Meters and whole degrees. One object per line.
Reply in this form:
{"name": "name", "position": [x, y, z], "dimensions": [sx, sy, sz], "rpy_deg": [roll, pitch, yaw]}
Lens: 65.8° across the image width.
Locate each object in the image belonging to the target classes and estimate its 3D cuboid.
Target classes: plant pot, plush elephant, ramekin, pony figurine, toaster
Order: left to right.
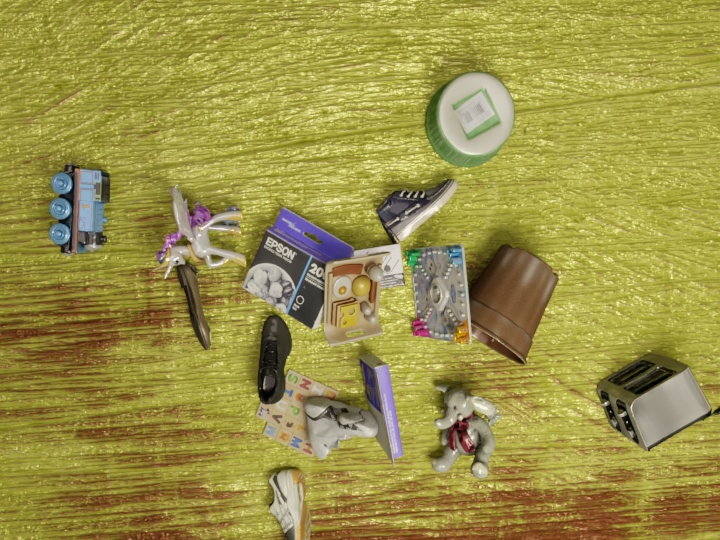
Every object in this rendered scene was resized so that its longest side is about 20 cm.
{"name": "pony figurine", "position": [-0.358, -0.088, 1.225], "dimensions": [0.194, 0.166, 0.199], "rpy_deg": [-5, 96, -18]}
{"name": "plush elephant", "position": [0.227, 0.339, 1.248], "dimensions": [0.200, 0.163, 0.156], "rpy_deg": [-47, 109, -27]}
{"name": "ramekin", "position": [0.247, -0.338, 1.237], "dimensions": [0.194, 0.098, 0.207], "rpy_deg": [0, 94, -1]}
{"name": "plant pot", "position": [0.325, 0.067, 1.223], "dimensions": [0.198, 0.200, 0.201], "rpy_deg": [34, 85, -3]}
{"name": "toaster", "position": [0.653, 0.286, 1.239], "dimensions": [0.197, 0.181, 0.121], "rpy_deg": [-30, 92, 1]}

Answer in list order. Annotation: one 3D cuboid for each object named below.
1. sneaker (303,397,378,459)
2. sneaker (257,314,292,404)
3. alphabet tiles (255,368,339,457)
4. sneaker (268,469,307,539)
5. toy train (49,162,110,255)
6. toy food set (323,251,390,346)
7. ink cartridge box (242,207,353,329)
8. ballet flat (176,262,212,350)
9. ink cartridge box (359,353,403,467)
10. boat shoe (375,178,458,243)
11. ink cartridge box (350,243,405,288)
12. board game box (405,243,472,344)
{"name": "sneaker", "position": [-0.045, 0.365, 1.251], "dimensions": [0.196, 0.074, 0.119], "rpy_deg": [10, 103, 33]}
{"name": "sneaker", "position": [-0.198, 0.205, 1.260], "dimensions": [0.074, 0.091, 0.207], "rpy_deg": [0, 87, 3]}
{"name": "alphabet tiles", "position": [-0.141, 0.337, 1.312], "dimensions": [0.196, 0.006, 0.170], "rpy_deg": [24, 92, -3]}
{"name": "sneaker", "position": [-0.169, 0.566, 1.302], "dimensions": [0.085, 0.075, 0.206], "rpy_deg": [-5, 90, 15]}
{"name": "toy train", "position": [-0.622, -0.134, 1.240], "dimensions": [0.111, 0.087, 0.206], "rpy_deg": [4, 93, -7]}
{"name": "toy food set", "position": [-0.004, 0.061, 1.202], "dimensions": [0.140, 0.060, 0.205], "rpy_deg": [-10, 118, -27]}
{"name": "ink cartridge box", "position": [-0.140, -0.006, 1.238], "dimensions": [0.195, 0.043, 0.204], "rpy_deg": [28, 100, 11]}
{"name": "ballet flat", "position": [-0.370, 0.080, 1.273], "dimensions": [0.045, 0.067, 0.205], "rpy_deg": [-17, 90, -32]}
{"name": "ink cartridge box", "position": [0.050, 0.297, 1.218], "dimensions": [0.042, 0.200, 0.204], "rpy_deg": [-11, 94, -9]}
{"name": "boat shoe", "position": [0.123, -0.159, 1.255], "dimensions": [0.199, 0.075, 0.093], "rpy_deg": [-42, 101, 2]}
{"name": "ink cartridge box", "position": [0.000, 0.000, 1.277], "dimensions": [0.194, 0.044, 0.097], "rpy_deg": [-9, 93, 0]}
{"name": "board game box", "position": [0.163, 0.051, 1.209], "dimensions": [0.025, 0.199, 0.206], "rpy_deg": [-7, 92, -27]}
